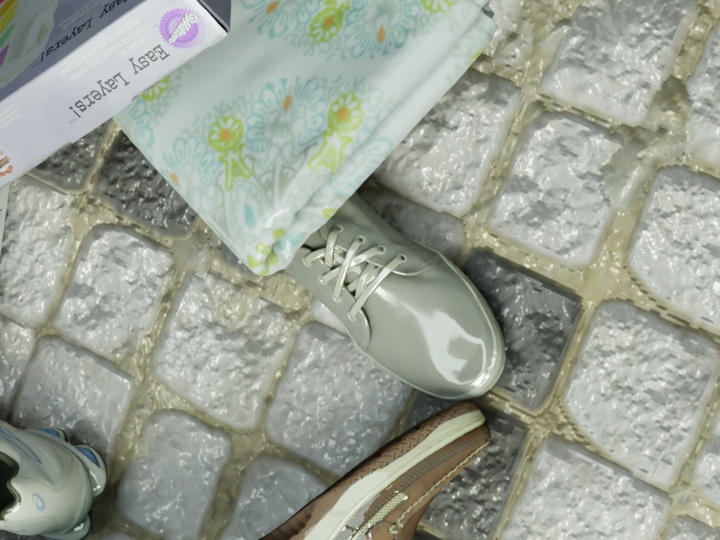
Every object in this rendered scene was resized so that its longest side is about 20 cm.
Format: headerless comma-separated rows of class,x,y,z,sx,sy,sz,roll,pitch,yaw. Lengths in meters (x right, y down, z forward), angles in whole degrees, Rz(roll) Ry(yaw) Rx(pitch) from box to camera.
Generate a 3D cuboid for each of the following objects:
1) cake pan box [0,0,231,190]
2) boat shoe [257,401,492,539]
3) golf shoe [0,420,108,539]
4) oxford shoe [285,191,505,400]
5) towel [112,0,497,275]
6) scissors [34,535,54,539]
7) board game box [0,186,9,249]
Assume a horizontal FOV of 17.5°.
cake pan box,-0.153,-0.153,1.348,0.199,0.052,0.185,-31,35,24
boat shoe,-0.003,0.155,1.285,0.202,0.075,0.075,-36,88,1
golf shoe,-0.251,0.109,1.401,0.199,0.097,0.079,11,92,26
oxford shoe,0.000,0.000,1.313,0.200,0.058,0.075,45,105,21
towel,-0.036,-0.119,1.303,0.200,0.048,0.171,-47,50,4
scissors,-0.230,0.119,1.451,0.073,0.014,0.201,-27,76,21
board game box,-0.316,-0.036,1.480,0.199,0.046,0.153,3,83,28
